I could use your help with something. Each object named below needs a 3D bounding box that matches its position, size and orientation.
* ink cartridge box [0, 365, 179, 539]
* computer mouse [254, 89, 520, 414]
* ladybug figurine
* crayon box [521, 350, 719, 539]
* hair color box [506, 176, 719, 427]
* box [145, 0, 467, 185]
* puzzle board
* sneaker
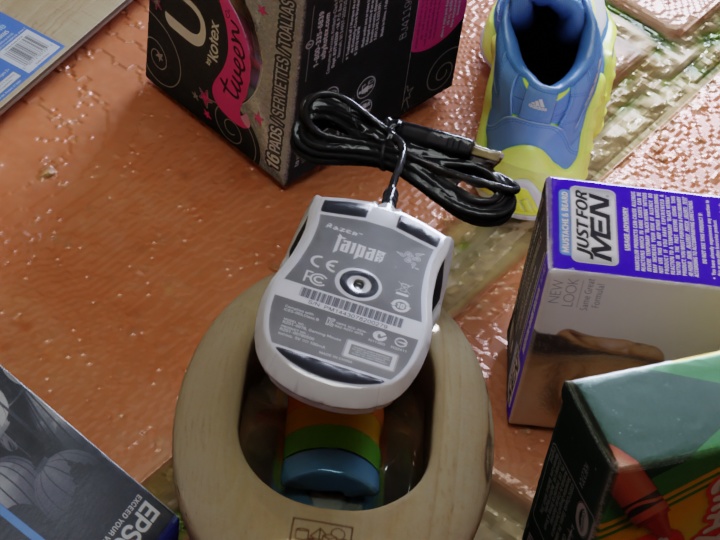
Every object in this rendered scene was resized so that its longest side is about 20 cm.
[{"bbox_3d":[-0.146,0.098,0.800,0.200,0.039,0.100,41,49,-5],"label":"ink cartridge box"},{"bbox_3d":[0.000,0.000,0.870,0.109,0.044,0.200,19,40,3],"label":"computer mouse"},{"bbox_3d":[-0.013,0.083,0.866,0.135,0.072,0.200,10,45,0],"label":"ladybug figurine"},{"bbox_3d":[0.173,0.084,0.857,0.199,0.127,0.051,-11,50,-18],"label":"crayon box"},{"bbox_3d":[0.172,0.025,0.925,0.199,0.110,0.065,7,47,-2],"label":"hair color box"},{"bbox_3d":[-0.024,-0.169,1.015,0.132,0.200,0.115,-32,57,-33],"label":"box"},{"bbox_3d":[-0.209,-0.154,1.100,0.150,0.017,0.200,28,49,15],"label":"puzzle board"},{"bbox_3d":[0.104,-0.123,1.058,0.075,0.105,0.200,9,46,-1],"label":"sneaker"}]
